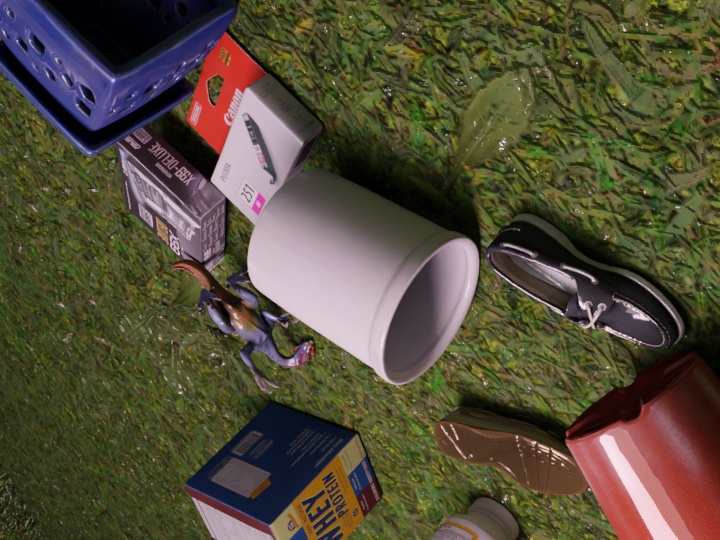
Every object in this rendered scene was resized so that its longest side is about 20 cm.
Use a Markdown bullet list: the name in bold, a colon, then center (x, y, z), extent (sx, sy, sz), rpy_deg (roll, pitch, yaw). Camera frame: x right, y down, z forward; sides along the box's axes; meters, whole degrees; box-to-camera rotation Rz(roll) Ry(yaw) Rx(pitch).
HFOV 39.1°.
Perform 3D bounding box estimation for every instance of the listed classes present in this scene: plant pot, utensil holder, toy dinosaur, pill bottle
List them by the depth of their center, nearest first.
- **plant pot**: center (0.303, 0.195, 0.935), extent (0.196, 0.200, 0.201), rpy_deg (56, 147, 3)
- **utensil holder**: center (0.000, 0.000, 1.093), extent (0.199, 0.170, 0.171), rpy_deg (29, 143, 28)
- **plant pot**: center (-0.282, -0.259, 1.113), extent (0.200, 0.200, 0.180), rpy_deg (43, 142, 6)
- **pill bottle**: center (0.123, 0.391, 1.315), extent (0.104, 0.200, 0.105), rpy_deg (30, 143, 26)
- **toy dinosaur**: center (-0.142, 0.066, 1.398), extent (0.200, 0.105, 0.182), rpy_deg (48, 176, 38)

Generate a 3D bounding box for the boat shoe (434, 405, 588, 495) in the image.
- **boat shoe**: center (0.185, 0.206, 1.199), extent (0.199, 0.063, 0.074), rpy_deg (9, 119, 36)

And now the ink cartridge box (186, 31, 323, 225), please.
- **ink cartridge box**: center (-0.143, -0.165, 1.205), extent (0.173, 0.044, 0.200), rpy_deg (44, 147, 5)

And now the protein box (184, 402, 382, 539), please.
- **protein box**: center (-0.115, 0.333, 1.533), extent (0.199, 0.198, 0.136), rpy_deg (12, 133, 42)

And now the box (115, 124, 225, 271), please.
- **box**: center (-0.253, -0.092, 1.368), extent (0.158, 0.050, 0.200), rpy_deg (43, 158, 9)

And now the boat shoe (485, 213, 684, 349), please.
- **boat shoe**: center (0.210, 0.023, 0.968), extent (0.199, 0.060, 0.076), rpy_deg (32, 144, 24)
